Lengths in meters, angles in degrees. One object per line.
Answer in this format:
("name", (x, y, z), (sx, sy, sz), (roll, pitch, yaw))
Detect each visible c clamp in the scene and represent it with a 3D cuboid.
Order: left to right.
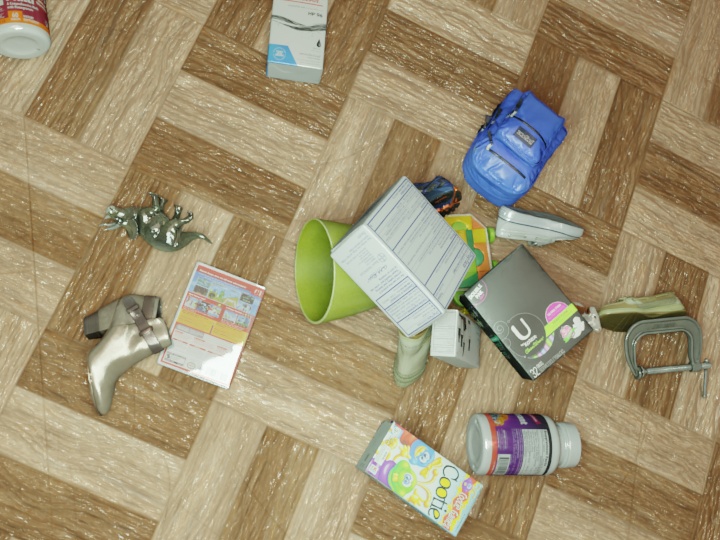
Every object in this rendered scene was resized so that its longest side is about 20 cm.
("c clamp", (0.631, 0.179, 1.377), (0.195, 0.027, 0.175), (1, 99, -7))

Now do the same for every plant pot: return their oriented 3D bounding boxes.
("plant pot", (0.000, 0.000, 1.262), (0.196, 0.186, 0.191), (-1, 78, -28))

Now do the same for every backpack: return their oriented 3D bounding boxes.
("backpack", (0.302, -0.246, 1.357), (0.161, 0.168, 0.201), (37, 79, 6))

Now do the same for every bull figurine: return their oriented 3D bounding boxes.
("bull figurine", (0.382, 0.094, 1.352), (0.198, 0.065, 0.123), (29, 82, 2))

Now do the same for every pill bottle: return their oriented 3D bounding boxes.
("pill bottle", (-0.653, -0.517, 1.269), (0.107, 0.110, 0.204), (-10, 81, -12))
("pill bottle", (0.308, 0.328, 1.270), (0.195, 0.111, 0.114), (3, 78, -10))

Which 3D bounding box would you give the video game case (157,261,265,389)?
("video game case", (-0.277, 0.102, 1.260), (0.141, 0.017, 0.204), (21, 76, -5))

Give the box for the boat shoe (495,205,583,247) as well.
("boat shoe", (0.364, -0.084, 1.391), (0.196, 0.074, 0.068), (12, 110, -15))

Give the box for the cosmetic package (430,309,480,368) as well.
("cosmetic package", (0.180, 0.130, 1.244), (0.050, 0.200, 0.084), (2, 78, 22))

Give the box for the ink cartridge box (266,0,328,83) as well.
("ink cartridge box", (-0.128, -0.498, 1.379), (0.113, 0.068, 0.205), (5, 78, -9))

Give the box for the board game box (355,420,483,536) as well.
("board game box", (0.105, 0.375, 1.229), (0.198, 0.105, 0.104), (36, 75, -2))

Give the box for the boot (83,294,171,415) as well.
("boot", (-0.410, 0.142, 1.201), (0.143, 0.070, 0.204), (-11, 78, -10))

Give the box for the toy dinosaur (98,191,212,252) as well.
("toy dinosaur", (-0.372, -0.081, 1.262), (0.197, 0.077, 0.104), (27, 87, -9))

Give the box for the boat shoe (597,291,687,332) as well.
("boat shoe", (0.574, 0.079, 1.392), (0.196, 0.074, 0.064), (-5, 53, -9))

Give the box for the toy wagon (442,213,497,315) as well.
("toy wagon", (0.204, -0.012, 1.356), (0.152, 0.040, 0.205), (-4, 79, -10))

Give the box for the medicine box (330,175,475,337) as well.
("medicine box", (0.078, -0.026, 1.156), (0.200, 0.103, 0.183), (47, 42, -7))

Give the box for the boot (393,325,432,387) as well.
("boot", (0.116, 0.108, 1.276), (0.071, 0.157, 0.201), (18, 42, 16))

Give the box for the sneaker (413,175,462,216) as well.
("sneaker", (0.103, -0.129, 1.352), (0.196, 0.076, 0.079), (-21, 47, -4))

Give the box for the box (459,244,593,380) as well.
("box", (0.303, 0.080, 1.260), (0.148, 0.124, 0.201), (-38, 81, -2))
